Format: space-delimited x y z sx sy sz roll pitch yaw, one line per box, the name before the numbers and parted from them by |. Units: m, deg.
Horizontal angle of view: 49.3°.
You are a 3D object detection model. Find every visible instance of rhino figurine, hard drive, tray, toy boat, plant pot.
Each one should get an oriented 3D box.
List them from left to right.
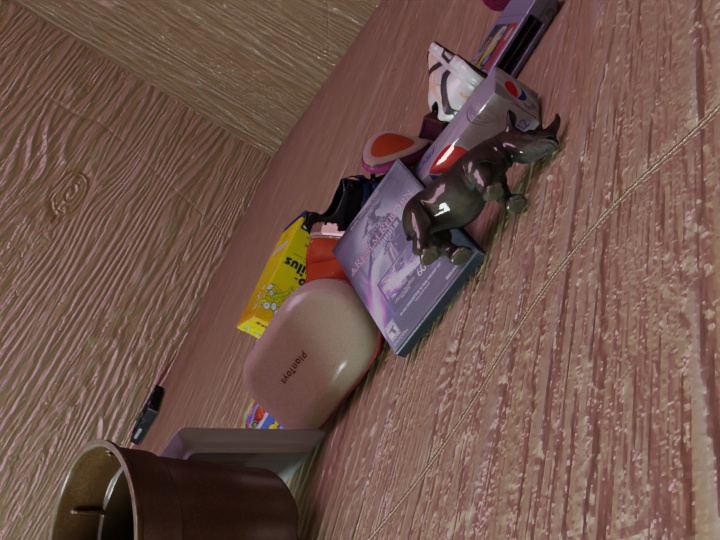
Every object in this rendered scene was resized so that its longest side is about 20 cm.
hard drive | -0.726 0.490 2.676 0.140 0.038 0.200 -58 15 8
plant pot | -0.180 0.274 0.788 0.200 0.198 0.201 -15 70 47
tray | -0.140 0.221 0.908 0.107 0.199 0.022 -53 46 29
toy boat | -0.045 0.097 0.973 0.200 0.130 0.131 -54 -14 24
rhino figurine | 0.121 -0.089 0.781 0.200 0.060 0.087 -43 40 4

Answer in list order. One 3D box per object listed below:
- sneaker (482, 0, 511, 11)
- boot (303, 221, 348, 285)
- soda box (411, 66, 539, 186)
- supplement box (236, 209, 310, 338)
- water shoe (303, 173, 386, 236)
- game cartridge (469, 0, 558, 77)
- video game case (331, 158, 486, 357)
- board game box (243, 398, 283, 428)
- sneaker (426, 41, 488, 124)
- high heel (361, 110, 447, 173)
sneaker | 0.245 -0.444 1.078 0.200 0.081 0.088 -43 20 28
boot | 0.000 0.000 0.993 0.200 0.075 0.108 4 72 49
soda box | 0.120 -0.132 0.909 0.200 0.063 0.068 -49 18 38
supplement box | -0.101 0.023 1.281 0.109 0.109 0.201 -30 34 64
water shoe | 0.009 -0.107 1.111 0.200 0.079 0.071 -41 15 -12
game cartridge | 0.181 -0.279 1.049 0.200 0.041 0.133 -58 10 9
video game case | 0.045 -0.020 0.876 0.143 0.019 0.200 -54 40 18
board game box | -0.102 0.165 1.133 0.200 0.045 0.134 -59 14 8
sneaker | 0.109 -0.234 0.992 0.080 0.074 0.200 -58 14 18
high heel | 0.061 -0.135 1.015 0.200 0.067 0.096 -32 -39 -46
